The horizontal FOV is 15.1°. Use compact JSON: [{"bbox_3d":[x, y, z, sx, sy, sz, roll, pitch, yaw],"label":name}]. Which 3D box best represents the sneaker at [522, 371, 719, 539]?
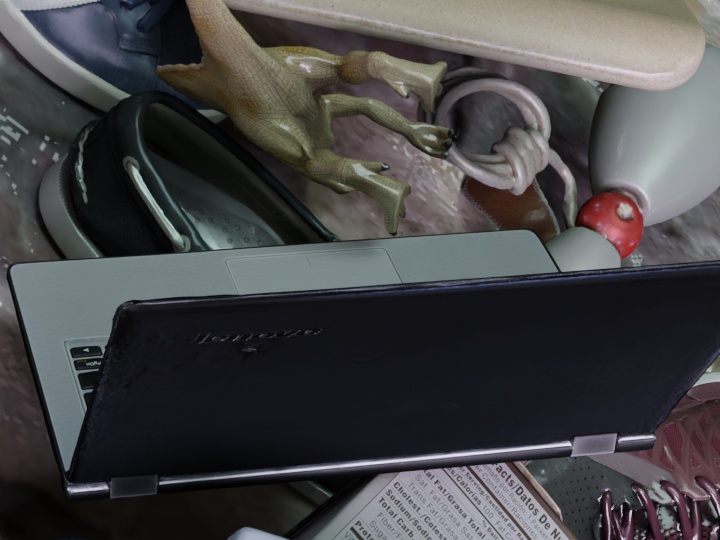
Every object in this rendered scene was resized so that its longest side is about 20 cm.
[{"bbox_3d":[0.130,0.090,0.991,0.115,0.076,0.199,21,25,35],"label":"sneaker"}]

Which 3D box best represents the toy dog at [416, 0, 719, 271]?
[{"bbox_3d":[0.098,-0.031,1.101,0.199,0.096,0.132,-27,83,-34],"label":"toy dog"}]

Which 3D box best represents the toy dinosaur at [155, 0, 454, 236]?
[{"bbox_3d":[-0.025,-0.057,0.918,0.101,0.200,0.059,18,79,12],"label":"toy dinosaur"}]

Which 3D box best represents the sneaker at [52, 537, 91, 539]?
[{"bbox_3d":[-0.133,0.120,0.760,0.082,0.070,0.200,59,37,-15],"label":"sneaker"}]

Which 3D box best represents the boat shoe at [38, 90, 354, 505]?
[{"bbox_3d":[-0.023,0.018,0.954,0.200,0.060,0.076,38,43,-14],"label":"boat shoe"}]

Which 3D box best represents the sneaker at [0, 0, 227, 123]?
[{"bbox_3d":[-0.107,-0.135,0.974,0.200,0.084,0.075,40,41,-13],"label":"sneaker"}]

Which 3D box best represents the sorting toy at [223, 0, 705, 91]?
[{"bbox_3d":[0.030,-0.118,1.034,0.184,0.037,0.200,11,23,-5],"label":"sorting toy"}]

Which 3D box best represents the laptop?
[{"bbox_3d":[0.000,0.000,0.813,0.186,0.116,0.200,-3,32,-15],"label":"laptop"}]

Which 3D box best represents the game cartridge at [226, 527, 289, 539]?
[{"bbox_3d":[0.027,0.161,0.725,0.200,0.041,0.133,35,46,-7],"label":"game cartridge"}]

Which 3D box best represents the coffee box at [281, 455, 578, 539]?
[{"bbox_3d":[-0.023,0.138,0.826,0.080,0.114,0.200,49,39,0],"label":"coffee box"}]
